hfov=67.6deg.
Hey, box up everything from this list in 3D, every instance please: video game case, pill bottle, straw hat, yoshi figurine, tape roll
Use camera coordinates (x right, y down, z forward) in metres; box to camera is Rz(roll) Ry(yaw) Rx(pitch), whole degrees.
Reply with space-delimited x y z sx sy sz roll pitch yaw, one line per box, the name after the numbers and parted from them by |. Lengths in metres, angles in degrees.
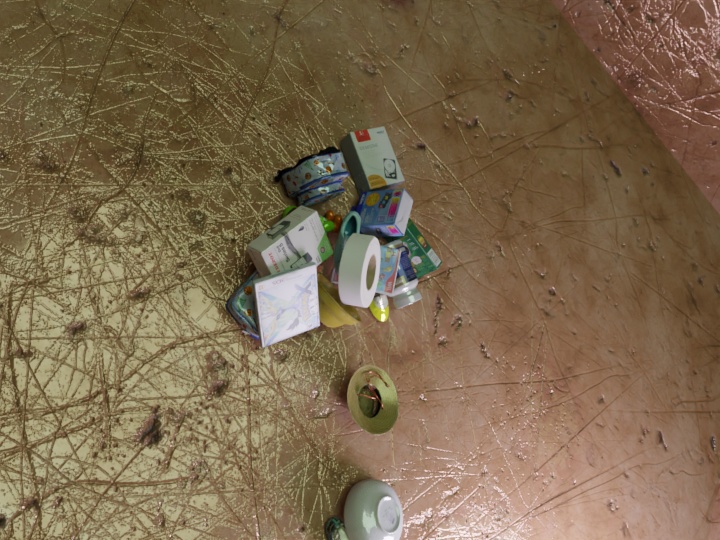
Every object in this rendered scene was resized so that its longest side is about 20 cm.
-0.194 0.092 1.443 0.180 0.022 0.204 -19 124 -28 | video game case
0.118 0.014 1.732 0.114 0.115 0.203 -22 87 -32 | pill bottle
0.017 -0.014 1.664 0.196 0.017 0.146 12 85 -1 | video game case
0.018 0.389 1.587 0.198 0.085 0.205 19 55 -30 | straw hat
-0.157 -0.155 1.634 0.197 0.113 0.114 -11 66 -29 | yoshi figurine
0.000 0.000 1.548 0.069 0.203 0.206 8 65 16 | tape roll

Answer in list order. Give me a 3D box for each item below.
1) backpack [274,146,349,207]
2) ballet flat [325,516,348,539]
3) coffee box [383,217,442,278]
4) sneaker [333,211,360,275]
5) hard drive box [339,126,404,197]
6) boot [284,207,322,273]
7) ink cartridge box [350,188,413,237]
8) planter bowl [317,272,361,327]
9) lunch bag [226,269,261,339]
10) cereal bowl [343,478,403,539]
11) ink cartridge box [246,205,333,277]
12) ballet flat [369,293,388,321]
-0.129 -0.284 1.630 0.198 0.190 0.156 -27 90 -33 | backpack
-0.035 0.771 1.458 0.074 0.074 0.203 -27 91 -32 | ballet flat
0.169 -0.075 1.780 0.201 0.122 0.044 51 54 -8 | coffee box
-0.043 -0.080 1.615 0.072 0.082 0.205 8 91 2 | sneaker
0.039 -0.367 1.818 0.154 0.076 0.204 -20 86 -33 | hard drive box
-0.161 -0.078 1.574 0.152 0.077 0.204 9 108 -26 | boot
0.056 -0.181 1.727 0.076 0.197 0.139 42 56 -45 | ink cartridge box
-0.093 0.105 1.578 0.083 0.201 0.201 -43 101 5 | planter bowl
-0.270 0.089 1.513 0.161 0.075 0.201 47 58 -13 | lunch bag
0.051 0.680 1.491 0.198 0.083 0.203 27 48 -35 | cereal bowl
-0.188 -0.056 1.460 0.199 0.083 0.147 -40 129 -25 | ink cartridge box
0.047 0.063 1.706 0.066 0.067 0.204 -20 87 -33 | ballet flat
